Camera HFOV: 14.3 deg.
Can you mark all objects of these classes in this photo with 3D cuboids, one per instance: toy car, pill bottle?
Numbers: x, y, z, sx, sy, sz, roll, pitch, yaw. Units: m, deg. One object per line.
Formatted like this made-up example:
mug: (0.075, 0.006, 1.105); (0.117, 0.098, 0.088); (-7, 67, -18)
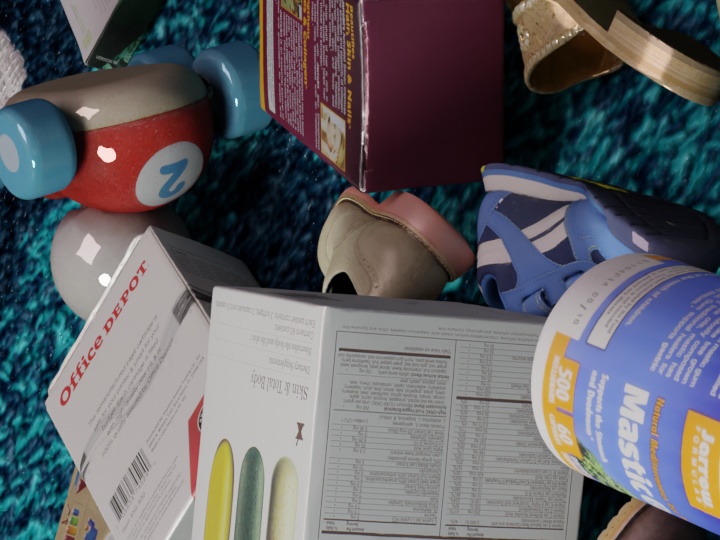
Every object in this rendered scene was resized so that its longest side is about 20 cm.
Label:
toy car: (-0.152, -0.031, 1.863); (0.177, 0.184, 0.201); (4, 110, 57)
pill bottle: (0.180, 0.067, 1.293); (0.200, 0.112, 0.112); (22, 96, 50)

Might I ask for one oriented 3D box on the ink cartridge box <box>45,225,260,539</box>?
ink cartridge box: (-0.102, 0.089, 1.762); (0.147, 0.083, 0.200); (-59, 36, 18)

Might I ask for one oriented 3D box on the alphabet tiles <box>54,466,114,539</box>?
alphabet tiles: (-0.147, 0.157, 1.886); (0.200, 0.006, 0.167); (18, 93, 59)

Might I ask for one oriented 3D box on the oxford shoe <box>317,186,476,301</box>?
oxford shoe: (0.000, 0.000, 1.608); (0.074, 0.071, 0.200); (-47, 6, -11)

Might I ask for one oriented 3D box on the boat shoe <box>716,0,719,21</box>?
boat shoe: (0.210, -0.097, 1.372); (0.066, 0.075, 0.200); (-11, 51, 10)

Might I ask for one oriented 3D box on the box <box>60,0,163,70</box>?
box: (-0.157, -0.261, 2.048); (0.200, 0.036, 0.145); (-58, 35, 28)

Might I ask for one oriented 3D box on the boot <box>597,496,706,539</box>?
boot: (0.164, 0.214, 1.335); (0.166, 0.072, 0.201); (21, 95, 46)

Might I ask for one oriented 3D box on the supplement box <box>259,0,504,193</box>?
supplement box: (0.009, -0.124, 1.622); (0.200, 0.085, 0.111); (-137, 44, -65)

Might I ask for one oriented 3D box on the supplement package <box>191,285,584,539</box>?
supplement package: (0.011, 0.116, 1.430); (0.152, 0.150, 0.201); (-171, 86, -66)

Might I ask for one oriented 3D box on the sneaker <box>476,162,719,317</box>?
sneaker: (0.121, -0.004, 1.470); (0.200, 0.074, 0.083); (20, 96, 66)

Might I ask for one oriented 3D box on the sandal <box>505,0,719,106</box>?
sandal: (0.112, -0.122, 1.524); (0.212, 0.077, 0.070); (45, 113, 48)
